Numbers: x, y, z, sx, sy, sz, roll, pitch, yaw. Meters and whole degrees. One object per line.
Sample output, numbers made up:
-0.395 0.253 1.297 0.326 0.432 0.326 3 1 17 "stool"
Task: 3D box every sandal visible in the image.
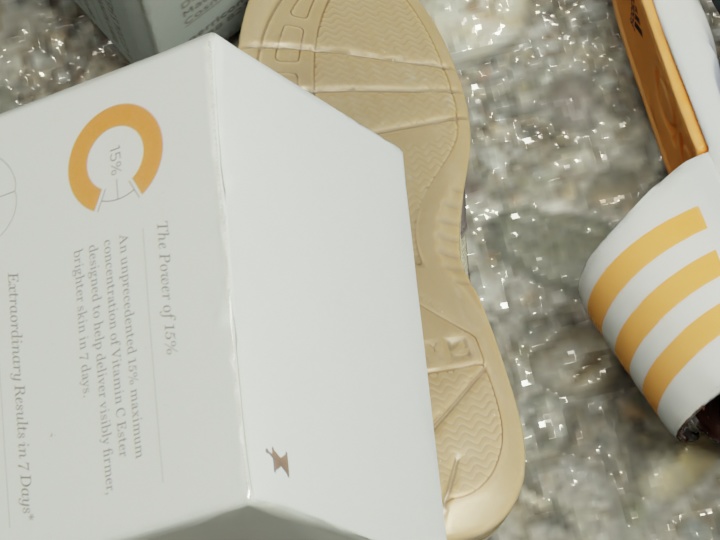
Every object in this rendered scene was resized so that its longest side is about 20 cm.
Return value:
0.089 -0.008 0.847 0.059 0.079 0.207 -16 60 -2 "sandal"

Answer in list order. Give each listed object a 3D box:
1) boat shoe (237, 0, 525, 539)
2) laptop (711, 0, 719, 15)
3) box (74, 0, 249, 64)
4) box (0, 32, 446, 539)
0.000 0.000 0.849 0.072 0.065 0.201 -5 59 -17 "boat shoe"
0.205 -0.020 0.789 0.177 0.103 0.201 -24 58 26 "laptop"
-0.046 -0.201 0.860 0.199 0.200 0.171 -39 74 -11 "box"
-0.090 0.037 0.781 0.199 0.097 0.125 -18 65 27 "box"
